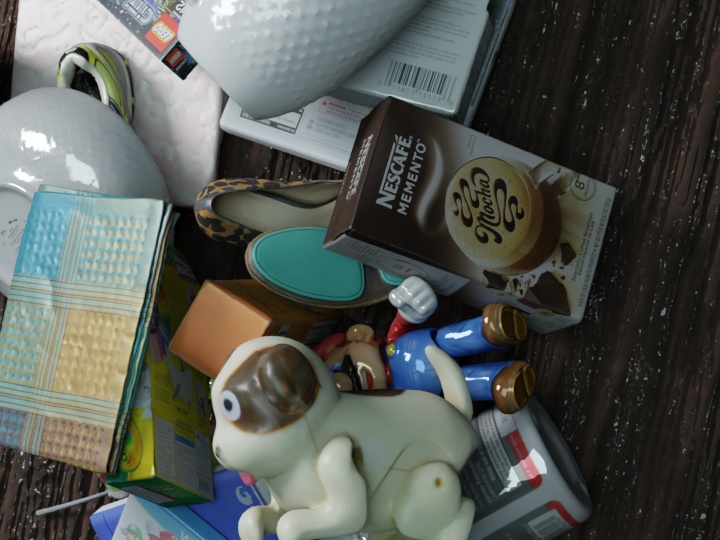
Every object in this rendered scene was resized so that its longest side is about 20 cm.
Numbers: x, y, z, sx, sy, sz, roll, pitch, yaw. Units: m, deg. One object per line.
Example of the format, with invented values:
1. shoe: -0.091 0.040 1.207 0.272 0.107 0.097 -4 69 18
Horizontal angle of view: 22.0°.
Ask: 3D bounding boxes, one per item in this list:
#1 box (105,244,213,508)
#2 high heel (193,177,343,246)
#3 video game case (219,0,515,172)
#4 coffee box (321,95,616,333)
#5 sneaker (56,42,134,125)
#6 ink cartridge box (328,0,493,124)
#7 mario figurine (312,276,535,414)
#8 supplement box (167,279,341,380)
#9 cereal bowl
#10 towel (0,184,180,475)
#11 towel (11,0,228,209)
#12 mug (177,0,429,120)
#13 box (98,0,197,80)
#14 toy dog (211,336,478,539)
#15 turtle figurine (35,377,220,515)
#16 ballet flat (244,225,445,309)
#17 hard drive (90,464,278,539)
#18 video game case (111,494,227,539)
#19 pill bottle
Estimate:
1. box: -0.158 0.071 1.418 0.048 0.117 0.202 -8 71 16
2. high heel: -0.030 -0.043 1.486 0.198 0.142 0.072 -1 87 14
3. video game case: 0.006 -0.170 1.525 0.198 0.023 0.184 19 81 15
4. coffee box: 0.084 -0.041 1.436 0.198 0.080 0.114 20 75 -14
5. sneaker: -0.220 -0.090 1.540 0.075 0.076 0.202 -15 87 13
6. ink cartridge box: 0.013 -0.223 1.502 0.198 0.044 0.175 16 79 15
7. mario figurine: 0.029 0.084 1.439 0.198 0.106 0.125 -12 55 30
8. supplement box: -0.080 0.047 1.467 0.066 0.200 0.069 31 96 12
9. cereal bowl: -0.251 -0.042 1.493 0.198 0.083 0.202 15 119 28
10. towel: -0.211 0.040 1.378 0.145 0.022 0.202 9 85 36
11. towel: -0.205 -0.152 1.593 0.198 0.032 0.194 5 91 15
12. mug: -0.064 -0.223 1.400 0.175 0.148 0.200 -44 122 3
13. box: -0.163 -0.265 1.535 0.137 0.038 0.200 -48 54 2
14. toy dog: -0.016 0.124 1.329 0.199 0.139 0.195 30 85 -21
15. turtle figurine: -0.181 0.116 1.558 0.191 0.200 0.146 4 66 -5
16. ballet flat: 0.000 0.000 1.487 0.198 0.072 0.069 -4 76 -16
17. hard drive: -0.121 0.230 1.500 0.199 0.025 0.133 -23 101 42
18. video game case: -0.153 0.275 1.518 0.143 0.018 0.201 37 131 14
19. pill bottle: 0.073 0.191 1.469 0.199 0.114 0.115 -31 81 12
